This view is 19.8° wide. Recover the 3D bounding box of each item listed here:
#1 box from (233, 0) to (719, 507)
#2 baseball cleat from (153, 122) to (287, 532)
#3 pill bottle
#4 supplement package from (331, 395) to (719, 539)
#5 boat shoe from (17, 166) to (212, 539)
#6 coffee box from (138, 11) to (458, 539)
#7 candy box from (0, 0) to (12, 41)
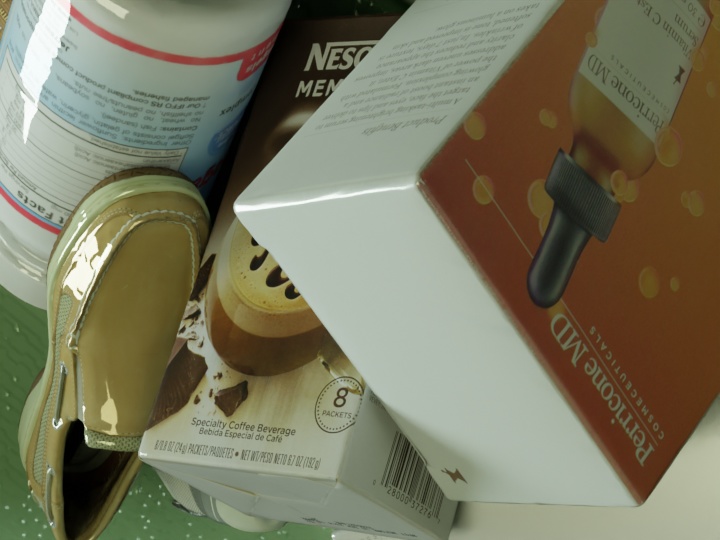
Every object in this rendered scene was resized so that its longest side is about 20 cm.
[{"bbox_3d":[0.080,-0.035,0.769,0.106,0.200,0.153,-6,127,51],"label":"box"},{"bbox_3d":[-0.067,0.020,0.954,0.106,0.070,0.202,9,99,29],"label":"baseball cleat"},{"bbox_3d":[-0.107,-0.073,0.898,0.109,0.109,0.200,41,137,12],"label":"pill bottle"},{"bbox_3d":[0.114,0.115,0.859,0.199,0.121,0.120,-25,89,27],"label":"supplement package"},{"bbox_3d":[-0.102,0.046,0.895,0.201,0.071,0.076,109,156,-43],"label":"boat shoe"},{"bbox_3d":[0.000,0.000,0.849,0.112,0.080,0.201,1,66,40],"label":"coffee box"},{"bbox_3d":[-0.127,-0.173,0.952,0.199,0.055,0.116,-29,87,26],"label":"candy box"}]
